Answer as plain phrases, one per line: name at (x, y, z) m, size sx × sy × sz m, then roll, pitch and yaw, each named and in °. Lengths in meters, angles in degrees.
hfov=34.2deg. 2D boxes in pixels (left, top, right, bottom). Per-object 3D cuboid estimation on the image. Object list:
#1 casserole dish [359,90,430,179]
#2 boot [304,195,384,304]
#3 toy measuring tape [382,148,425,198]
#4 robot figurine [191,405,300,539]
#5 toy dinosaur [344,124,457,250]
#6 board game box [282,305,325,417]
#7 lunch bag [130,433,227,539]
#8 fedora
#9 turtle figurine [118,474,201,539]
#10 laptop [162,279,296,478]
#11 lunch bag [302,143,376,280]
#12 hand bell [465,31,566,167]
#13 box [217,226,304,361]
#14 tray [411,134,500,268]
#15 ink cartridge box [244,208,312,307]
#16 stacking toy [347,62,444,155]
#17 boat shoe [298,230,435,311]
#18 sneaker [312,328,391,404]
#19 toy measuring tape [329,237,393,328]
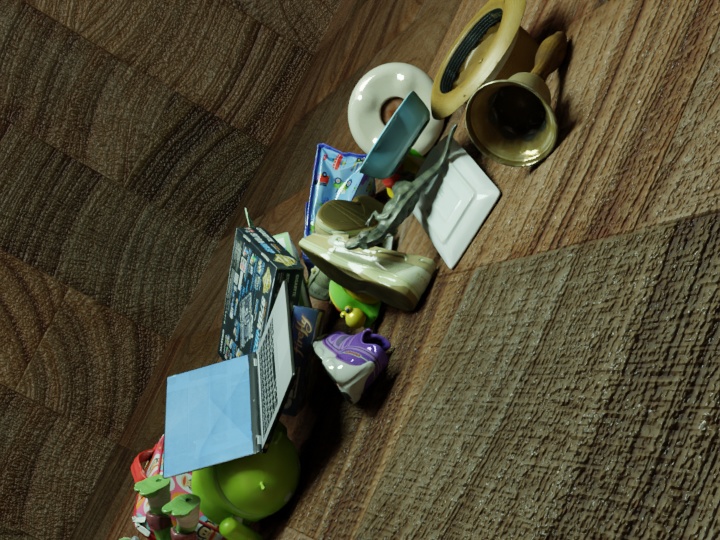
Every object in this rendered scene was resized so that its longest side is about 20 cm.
casserole dish at (0.049, -0.167, 1.489) m, size 0.122 × 0.039 × 0.200 m, roll -56°, pitch 0°, yaw 8°
boot at (-0.035, -0.023, 1.676) m, size 0.156 × 0.072 × 0.200 m, roll -61°, pitch -14°, yaw 19°
toy measuring tape at (0.076, -0.110, 1.571) m, size 0.074 × 0.073 × 0.200 m, roll -58°, pitch 27°, yaw 12°
robot figurine at (-0.150, 0.268, 1.520) m, size 0.200 × 0.114 × 0.178 m, roll -39°, pitch 31°, yaw 57°
toy dinosaur at (0.053, -0.090, 1.433) m, size 0.201 × 0.047 × 0.088 m, roll -52°, pitch 7°, yaw -10°
board game box at (-0.080, 0.117, 1.560) m, size 0.200 × 0.034 × 0.138 m, roll 66°, pitch -144°, yaw -87°
lunch bag at (-0.246, 0.316, 1.655) m, size 0.082 × 0.175 × 0.201 m, roll -55°, pitch 14°, yaw 17°
fedora at (0.167, -0.257, 1.470) m, size 0.201 × 0.081 × 0.202 m, roll -52°, pitch 18°, yaw 24°
turtle figurine at (-0.265, 0.377, 1.489) m, size 0.144 × 0.196 × 0.197 m, roll -121°, pitch 30°, yaw -66°
laptop at (-0.167, 0.134, 1.468) m, size 0.188 × 0.114 × 0.202 m, roll -101°, pitch 29°, yaw -53°
lunch bag at (-0.043, -0.069, 1.821) m, size 0.151 × 0.093 × 0.203 m, roll 81°, pitch -156°, yaw -73°
hand bell at (0.196, -0.215, 1.311) m, size 0.104 × 0.104 × 0.201 m, roll -47°, pitch 8°, yaw 45°
box at (-0.143, 0.059, 1.638) m, size 0.159 × 0.045 × 0.203 m, roll 40°, pitch 124°, yaw 56°
tray at (0.102, -0.091, 1.419) m, size 0.108 × 0.022 × 0.201 m, roll -59°, pitch 25°, yaw 16°
ink cartridge box at (-0.116, 0.008, 1.745) m, size 0.104 × 0.058 × 0.203 m, roll 71°, pitch -177°, yaw -74°
stacking toy at (0.065, -0.238, 1.801) m, size 0.147 × 0.145 × 0.200 m, roll -59°, pitch -5°, yaw 9°
boat shoe at (0.006, -0.012, 1.457) m, size 0.199 × 0.073 × 0.063 m, roll 21°, pitch 68°, yaw 43°
sneaker at (-0.002, 0.108, 1.431) m, size 0.083 × 0.081 × 0.200 m, roll -36°, pitch 11°, yaw -4°
toy measuring tape at (0.000, 0.000, 1.570) m, size 0.074 × 0.073 × 0.202 m, roll -50°, pitch 18°, yaw 39°
